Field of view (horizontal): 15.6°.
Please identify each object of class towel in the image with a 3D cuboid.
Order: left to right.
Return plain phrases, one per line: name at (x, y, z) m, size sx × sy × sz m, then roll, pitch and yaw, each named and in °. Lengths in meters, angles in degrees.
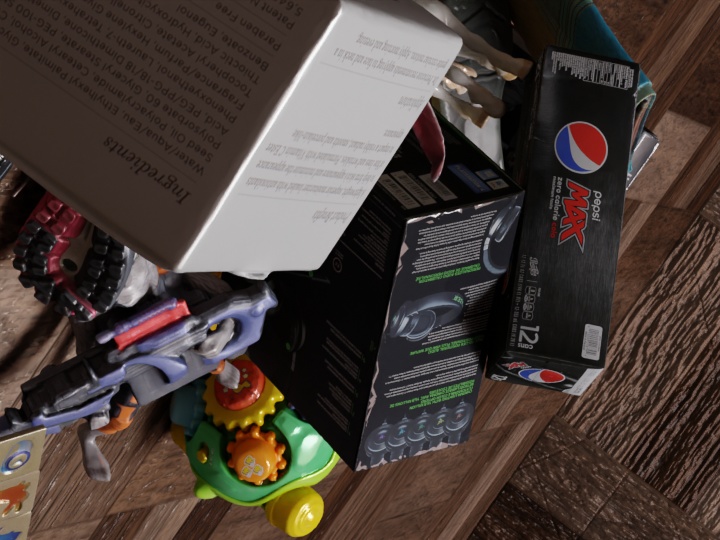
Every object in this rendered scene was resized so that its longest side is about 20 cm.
towel at (0.133, -0.165, 1.750) m, size 0.022 × 0.200 × 0.147 m, roll -25°, pitch 161°, yaw -11°

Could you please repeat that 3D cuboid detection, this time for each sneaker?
sneaker at (-0.126, -0.064, 1.380) m, size 0.200 × 0.080 × 0.075 m, roll -55°, pitch -176°, yaw 44°
sneaker at (0.048, -0.124, 1.836) m, size 0.076 × 0.114 × 0.200 m, roll -16°, pitch 115°, yaw -37°

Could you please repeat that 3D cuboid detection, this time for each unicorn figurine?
unicorn figurine at (0.041, -0.152, 1.652) m, size 0.074 × 0.137 × 0.200 m, roll -58°, pitch -176°, yaw -22°

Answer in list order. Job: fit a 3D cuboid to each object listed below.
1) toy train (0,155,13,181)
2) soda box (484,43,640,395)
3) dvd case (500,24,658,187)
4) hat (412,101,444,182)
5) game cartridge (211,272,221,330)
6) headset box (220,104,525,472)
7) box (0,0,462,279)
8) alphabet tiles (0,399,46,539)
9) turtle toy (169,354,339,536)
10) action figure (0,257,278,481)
toy train at (-0.140, -0.105, 1.257) m, size 0.200 × 0.034 × 0.046 m, roll -50°, pitch 167°, yaw 11°
soda box at (0.124, -0.031, 1.609) m, size 0.071 × 0.063 × 0.201 m, roll 116°, pitch -16°, yaw -72°
dvd case at (0.105, -0.083, 1.874) m, size 0.025 × 0.200 × 0.151 m, roll 25°, pitch 104°, yaw -46°
hat at (0.010, -0.183, 1.294) m, size 0.166 × 0.176 × 0.200 m, roll -51°, pitch 167°, yaw -5°
game cartridge at (-0.047, -0.045, 1.781) m, size 0.176 × 0.032 × 0.200 m, roll -39°, pitch 160°, yaw -47°
headset box at (0.000, 0.000, 1.618) m, size 0.093 × 0.174 × 0.201 m, roll -13°, pitch 129°, yaw -32°
box at (-0.089, -0.103, 1.114) m, size 0.131 × 0.200 × 0.199 m, roll -57°, pitch 167°, yaw 9°
alphabet tiles at (-0.255, 0.155, 1.458) m, size 0.166 × 0.006 × 0.200 m, roll -17°, pitch 138°, yaw -33°
turtle toy at (-0.055, 0.083, 1.887) m, size 0.200 × 0.146 × 0.101 m, roll -50°, pitch 145°, yaw -9°
action figure at (-0.155, 0.049, 1.589) m, size 0.199 × 0.105 × 0.194 m, roll -23°, pitch 150°, yaw -14°
